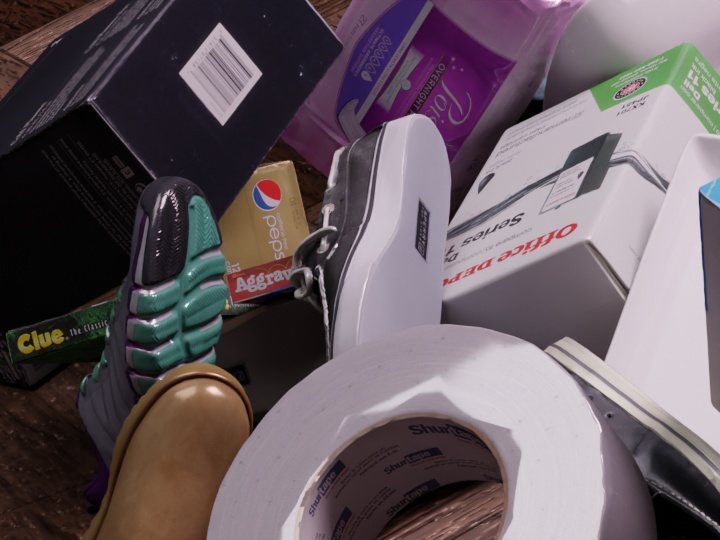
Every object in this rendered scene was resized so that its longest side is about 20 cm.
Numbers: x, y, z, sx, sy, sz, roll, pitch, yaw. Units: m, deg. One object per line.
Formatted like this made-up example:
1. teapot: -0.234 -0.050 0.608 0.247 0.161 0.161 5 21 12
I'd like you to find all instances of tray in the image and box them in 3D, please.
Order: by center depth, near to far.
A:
1. tray: 0.184 0.028 1.385 0.107 0.022 0.200 11 68 30

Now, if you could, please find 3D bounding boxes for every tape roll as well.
1. tape roll: 0.031 0.126 1.256 0.200 0.066 0.201 -15 52 21

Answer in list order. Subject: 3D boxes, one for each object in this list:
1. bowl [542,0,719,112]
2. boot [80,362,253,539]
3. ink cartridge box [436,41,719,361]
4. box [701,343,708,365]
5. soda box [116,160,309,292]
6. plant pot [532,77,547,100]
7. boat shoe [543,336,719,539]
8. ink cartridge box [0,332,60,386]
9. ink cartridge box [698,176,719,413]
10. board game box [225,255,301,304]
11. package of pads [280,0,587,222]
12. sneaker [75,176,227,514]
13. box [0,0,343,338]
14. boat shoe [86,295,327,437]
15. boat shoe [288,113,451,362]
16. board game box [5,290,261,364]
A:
1. bowl: 0.214 -0.127 1.657 0.199 0.075 0.200 -27 -21 -14
2. boot: -0.089 0.156 1.333 0.066 0.175 0.200 21 13 -17
3. ink cartridge box: 0.122 -0.019 1.520 0.146 0.083 0.200 -25 22 37
4. box: 0.242 0.014 1.451 0.117 0.048 0.200 -14 26 17
5. soda box: -0.100 -0.025 1.731 0.064 0.068 0.200 -15 5 -23
6. plant pot: 0.102 -0.199 1.788 0.200 0.197 0.196 -23 19 -40
7. boat shoe: 0.140 0.102 1.304 0.062 0.075 0.200 -49 45 -2
8. ink cartridge box: -0.278 0.010 1.822 0.200 0.109 0.050 6 35 48
9. ink cartridge box: 0.278 0.006 1.266 0.200 0.147 0.145 -29 46 -18
10. board game box: -0.005 -0.002 1.616 0.103 0.019 0.200 -18 -4 11
11. package of pads: 0.047 -0.128 1.667 0.076 0.120 0.200 -27 -26 -56
12. sneaker: -0.124 0.047 1.490 0.087 0.200 0.074 7 13 31
13. box: -0.137 -0.081 1.609 0.182 0.104 0.200 -26 21 41
14. boat shoe: -0.065 0.054 1.600 0.200 0.075 0.093 -13 6 -7
15. boat shoe: -0.001 -0.002 1.451 0.068 0.074 0.200 -16 45 25
16. board game box: -0.118 0.032 1.623 0.105 0.024 0.200 -15 -6 18
